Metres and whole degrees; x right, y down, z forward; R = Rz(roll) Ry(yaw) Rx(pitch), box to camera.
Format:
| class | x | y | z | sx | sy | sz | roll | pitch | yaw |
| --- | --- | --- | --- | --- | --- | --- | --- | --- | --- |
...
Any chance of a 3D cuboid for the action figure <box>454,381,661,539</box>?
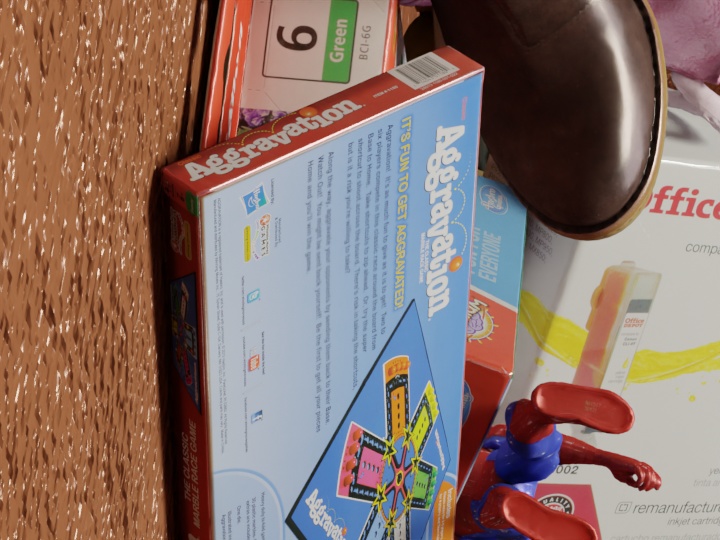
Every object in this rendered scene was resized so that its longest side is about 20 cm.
| class | x | y | z | sx | sy | sz | roll | pitch | yaw |
| --- | --- | --- | --- | --- | --- | --- | --- | --- | --- |
| action figure | 0.079 | 0.091 | 0.752 | 0.200 | 0.099 | 0.065 | 136 | -24 | -77 |

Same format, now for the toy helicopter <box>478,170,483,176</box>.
| class | x | y | z | sx | sy | sz | roll | pitch | yaw |
| --- | --- | --- | --- | --- | --- | --- | --- | --- | --- |
| toy helicopter | 0.101 | -0.117 | 1.099 | 0.200 | 0.132 | 0.079 | -48 | 176 | 3 |

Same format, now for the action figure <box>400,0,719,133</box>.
| class | x | y | z | sx | sy | sz | roll | pitch | yaw |
| --- | --- | --- | --- | --- | --- | --- | --- | --- | --- |
| action figure | 0.054 | -0.130 | 0.796 | 0.134 | 0.200 | 0.149 | 27 | -61 | 50 |

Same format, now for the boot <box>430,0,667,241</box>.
| class | x | y | z | sx | sy | sz | roll | pitch | yaw |
| --- | --- | --- | --- | --- | --- | --- | --- | --- | --- |
| boot | 0.025 | -0.109 | 0.631 | 0.166 | 0.072 | 0.200 | 8 | 67 | -62 |

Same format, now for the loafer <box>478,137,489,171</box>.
| class | x | y | z | sx | sy | sz | roll | pitch | yaw |
| --- | --- | --- | --- | --- | --- | --- | --- | --- | --- |
| loafer | 0.105 | -0.107 | 0.954 | 0.200 | 0.070 | 0.075 | 120 | -12 | -54 |

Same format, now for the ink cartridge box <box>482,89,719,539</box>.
| class | x | y | z | sx | sy | sz | roll | pitch | yaw |
| --- | --- | --- | --- | --- | --- | --- | --- | --- | --- |
| ink cartridge box | 0.114 | 0.027 | 0.889 | 0.083 | 0.145 | 0.200 | 46 | -54 | 53 |

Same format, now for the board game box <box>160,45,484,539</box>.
| class | x | y | z | sx | sy | sz | roll | pitch | yaw |
| --- | --- | --- | --- | --- | --- | --- | --- | --- | --- |
| board game box | -0.010 | 0.037 | 0.617 | 0.103 | 0.019 | 0.200 | -25 | 135 | -31 |

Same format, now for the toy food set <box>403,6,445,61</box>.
| class | x | y | z | sx | sy | sz | roll | pitch | yaw |
| --- | --- | --- | --- | --- | --- | --- | --- | --- | --- |
| toy food set | 0.017 | -0.113 | 0.957 | 0.144 | 0.060 | 0.200 | -89 | 175 | -76 |

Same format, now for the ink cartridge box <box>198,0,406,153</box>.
| class | x | y | z | sx | sy | sz | roll | pitch | yaw |
| --- | --- | --- | --- | --- | --- | --- | --- | --- | --- |
| ink cartridge box | -0.015 | -0.038 | 0.666 | 0.200 | 0.050 | 0.109 | 79 | 18 | -78 |

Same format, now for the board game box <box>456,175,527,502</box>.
| class | x | y | z | sx | sy | sz | roll | pitch | yaw |
| --- | --- | --- | --- | --- | --- | --- | --- | --- | --- |
| board game box | 0.010 | 0.077 | 0.809 | 0.153 | 0.040 | 0.200 | -76 | -173 | -63 |
